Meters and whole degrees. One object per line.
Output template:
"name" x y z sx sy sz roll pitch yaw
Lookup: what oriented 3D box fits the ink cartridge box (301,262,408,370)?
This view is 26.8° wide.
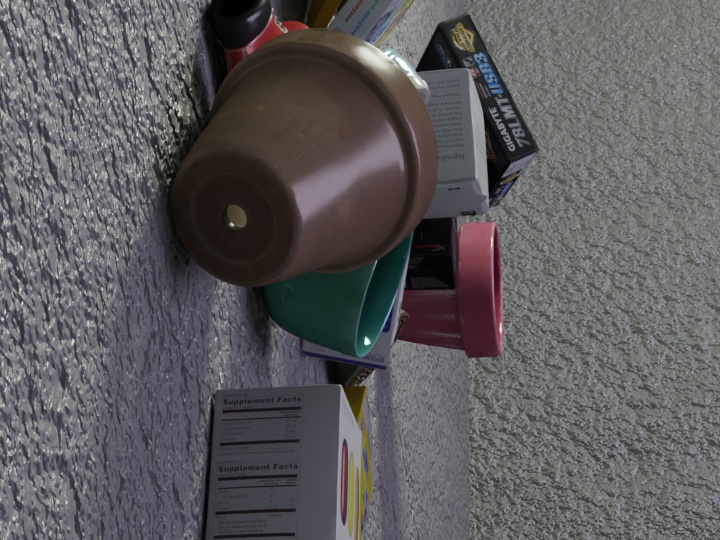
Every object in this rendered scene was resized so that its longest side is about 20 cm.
"ink cartridge box" 0.000 0.000 1.627 0.039 0.099 0.202 -22 122 -82

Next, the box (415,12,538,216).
"box" 0.138 -0.194 1.925 0.201 0.049 0.199 64 -18 11

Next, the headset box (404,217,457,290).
"headset box" 0.048 -0.074 1.918 0.075 0.147 0.201 79 13 -51

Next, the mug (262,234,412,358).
"mug" -0.025 -0.005 1.453 0.185 0.114 0.153 20 88 -78

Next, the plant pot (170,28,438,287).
"plant pot" -0.058 -0.072 1.189 0.175 0.199 0.202 -42 131 -57

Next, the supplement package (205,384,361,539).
"supplement package" -0.061 0.207 1.240 0.114 0.109 0.201 71 18 -62

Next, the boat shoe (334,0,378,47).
"boat shoe" -0.011 -0.315 1.829 0.067 0.057 0.201 -38 151 -32

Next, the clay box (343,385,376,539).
"clay box" -0.019 0.228 1.714 0.200 0.047 0.116 -71 157 -66

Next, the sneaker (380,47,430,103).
"sneaker" -0.033 -0.167 1.467 0.082 0.199 0.074 56 -36 25

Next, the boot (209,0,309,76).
"boot" -0.085 -0.221 1.369 0.200 0.072 0.145 -72 156 -58

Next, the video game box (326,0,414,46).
"video game box" 0.032 -0.308 1.671 0.182 0.047 0.200 -53 179 31

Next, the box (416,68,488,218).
"box" 0.042 -0.137 1.738 0.199 0.198 0.132 42 44 -78

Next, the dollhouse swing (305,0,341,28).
"dollhouse swing" -0.060 -0.392 1.692 0.181 0.176 0.201 35 36 -22

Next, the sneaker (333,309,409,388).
"sneaker" -0.008 0.067 1.766 0.067 0.090 0.200 -39 169 -28

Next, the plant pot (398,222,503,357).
"plant pot" 0.116 0.032 2.229 0.200 0.178 0.202 -3 90 -82
